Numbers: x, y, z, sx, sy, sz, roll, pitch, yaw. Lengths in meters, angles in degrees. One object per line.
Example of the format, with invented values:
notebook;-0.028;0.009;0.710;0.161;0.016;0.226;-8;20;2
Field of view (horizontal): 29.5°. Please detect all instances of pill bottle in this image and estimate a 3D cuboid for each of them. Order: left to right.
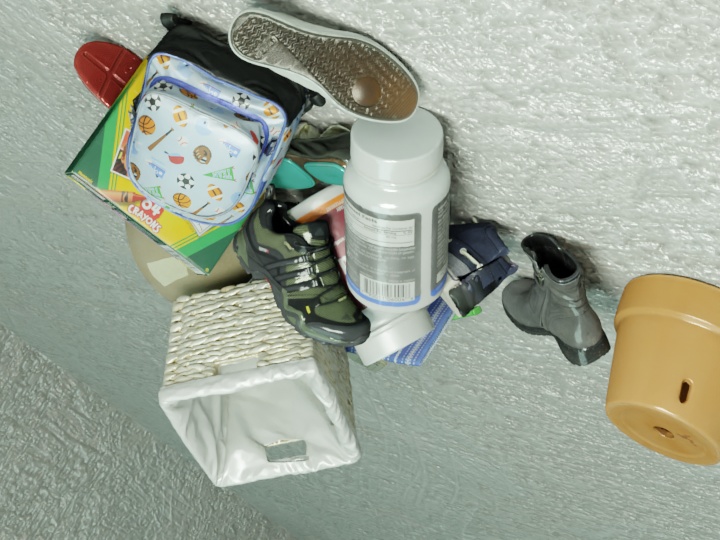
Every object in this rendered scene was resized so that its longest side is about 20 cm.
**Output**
pill bottle;0.000;0.000;1.594;0.202;0.113;0.114;62;157;0
pill bottle;0.038;-0.064;1.430;0.112;0.114;0.202;20;136;22

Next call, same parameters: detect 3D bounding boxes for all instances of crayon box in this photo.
crayon box;-0.213;-0.123;1.594;0.199;0.174;0.058;38;168;-19

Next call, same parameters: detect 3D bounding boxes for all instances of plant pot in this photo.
plant pot;-0.180;-0.065;1.725;0.133;0.202;0.200;-18;134;38
plant pot;0.353;0.117;1.488;0.198;0.141;0.201;26;161;10

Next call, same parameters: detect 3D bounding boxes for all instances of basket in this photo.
basket;-0.116;0.133;1.643;0.195;0.162;0.201;-12;137;11

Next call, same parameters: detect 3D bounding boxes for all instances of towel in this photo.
towel;0.034;0.048;1.750;0.198;0.146;0.024;9;146;42

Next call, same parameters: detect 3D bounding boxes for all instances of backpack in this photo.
backpack;-0.164;-0.141;1.471;0.198;0.155;0.192;27;135;4

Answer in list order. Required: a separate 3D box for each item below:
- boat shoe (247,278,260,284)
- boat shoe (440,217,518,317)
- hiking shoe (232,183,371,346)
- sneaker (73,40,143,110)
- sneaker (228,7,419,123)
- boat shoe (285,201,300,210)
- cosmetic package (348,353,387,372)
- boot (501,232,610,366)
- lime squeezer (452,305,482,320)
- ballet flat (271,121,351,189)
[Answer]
boat shoe;-0.132;0.065;1.729;0.070;0.073;0.200;26;142;-18
boat shoe;0.107;-0.028;1.576;0.075;0.092;0.200;57;177;-40
hiking shoe;-0.058;-0.002;1.513;0.200;0.075;0.101;42;128;16
sneaker;-0.275;-0.196;1.666;0.199;0.079;0.115;37;158;-20
sneaker;-0.033;-0.209;1.345;0.198;0.074;0.085;25;-168;-8
boat shoe;-0.040;-0.026;1.753;0.091;0.076;0.200;10;167;14
cosmetic package;-0.035;0.046;1.898;0.198;0.105;0.073;29;161;-5
boot;0.209;0.012;1.542;0.200;0.069;0.133;33;150;59
lime squeezer;0.081;0.056;1.772;0.038;0.071;0.200;48;166;-17
ballet flat;-0.051;-0.129;1.534;0.198;0.069;0.068;7;151;47
